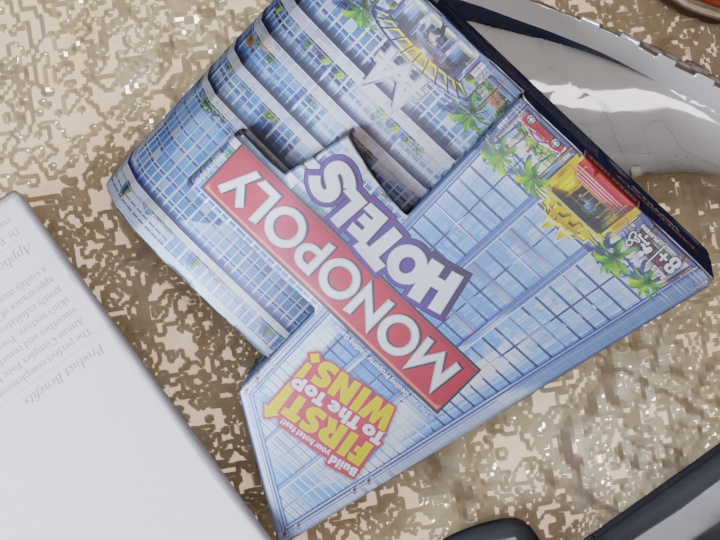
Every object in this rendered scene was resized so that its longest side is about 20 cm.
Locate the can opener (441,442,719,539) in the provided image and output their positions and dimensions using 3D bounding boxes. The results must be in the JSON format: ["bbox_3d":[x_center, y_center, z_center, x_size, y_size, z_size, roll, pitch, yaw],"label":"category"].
[{"bbox_3d":[0.105,0.109,1.062,0.200,0.053,0.067,-30,90,-6],"label":"can opener"}]

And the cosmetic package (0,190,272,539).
[{"bbox_3d":[-0.120,0.076,1.038,0.102,0.074,0.200,-35,92,-5],"label":"cosmetic package"}]

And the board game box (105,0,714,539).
[{"bbox_3d":[0.000,0.000,1.026,0.200,0.062,0.200,43,102,-4],"label":"board game box"}]

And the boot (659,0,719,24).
[{"bbox_3d":[0.224,-0.129,1.060,0.200,0.107,0.075,3,85,-6],"label":"boot"}]

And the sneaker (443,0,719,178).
[{"bbox_3d":[0.082,-0.068,1.068,0.200,0.076,0.081,20,94,3],"label":"sneaker"}]
